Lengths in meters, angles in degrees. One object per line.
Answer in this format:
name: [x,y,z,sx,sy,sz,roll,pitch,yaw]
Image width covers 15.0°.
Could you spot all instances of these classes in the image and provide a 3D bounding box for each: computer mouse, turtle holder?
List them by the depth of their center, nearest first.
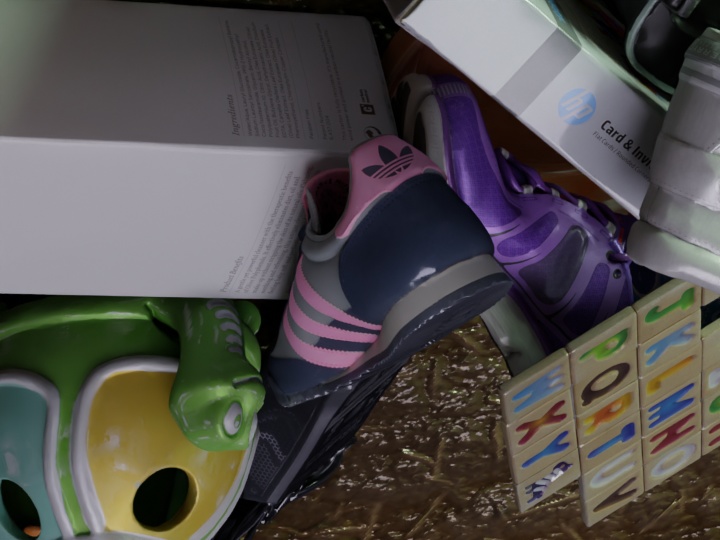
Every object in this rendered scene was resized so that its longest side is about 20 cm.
turtle holder: [-0.101,0.073,1.256,0.185,0.132,0.141,-12,153,26]
computer mouse: [-0.031,0.064,1.342,0.138,0.053,0.200,-36,166,-45]

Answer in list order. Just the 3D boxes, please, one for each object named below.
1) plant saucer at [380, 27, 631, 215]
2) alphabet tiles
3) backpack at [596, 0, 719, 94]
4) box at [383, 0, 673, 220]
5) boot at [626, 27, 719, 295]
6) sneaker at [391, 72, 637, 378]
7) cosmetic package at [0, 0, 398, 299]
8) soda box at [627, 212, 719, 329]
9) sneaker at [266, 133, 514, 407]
plant saucer: [0.102,-0.087,1.213,0.200,0.032,0.201,-8,144,-6]
alphabet tiles: [0.139,0.052,1.234,0.167,0.008,0.200,-31,154,-9]
backpack: [0.191,-0.139,1.055,0.200,0.151,0.178,21,120,-32]
box: [0.078,-0.083,1.057,0.041,0.156,0.200,-45,119,13]
boot: [0.185,-0.014,1.008,0.200,0.074,0.096,19,98,-27]
sneaker: [0.076,-0.018,1.193,0.083,0.081,0.200,-29,129,8]
cosmetic package: [-0.096,-0.050,1.154,0.199,0.085,0.108,3,143,-21]
soda box: [0.162,-0.011,1.255,0.068,0.064,0.200,-7,147,-11]
sneaker: [0.000,0.000,1.138,0.070,0.082,0.200,-26,175,-26]
